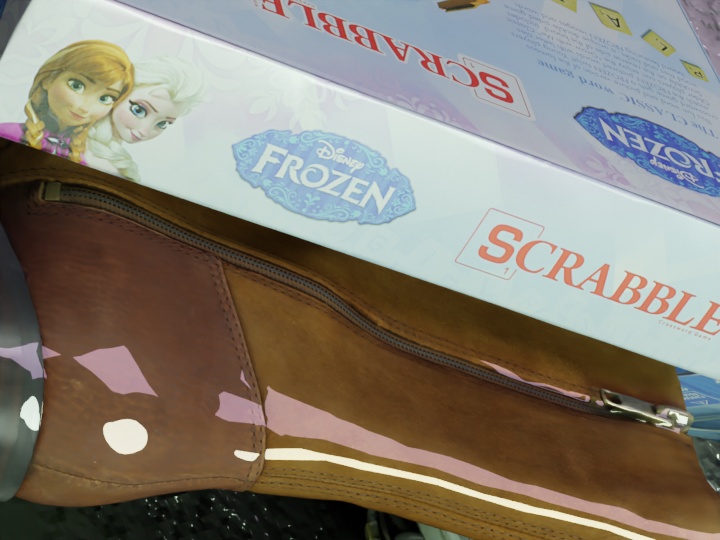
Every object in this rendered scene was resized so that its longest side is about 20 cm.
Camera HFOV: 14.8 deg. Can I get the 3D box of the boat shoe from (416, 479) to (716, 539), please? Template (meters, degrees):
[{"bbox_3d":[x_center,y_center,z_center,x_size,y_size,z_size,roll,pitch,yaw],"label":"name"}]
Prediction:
[{"bbox_3d":[0.081,0.078,0.671,0.074,0.065,0.202,6,28,-35],"label":"boat shoe"}]

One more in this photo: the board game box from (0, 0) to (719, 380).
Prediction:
[{"bbox_3d":[-0.007,-0.074,0.670,0.200,0.041,0.200,19,31,-25],"label":"board game box"}]

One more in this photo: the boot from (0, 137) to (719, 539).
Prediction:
[{"bbox_3d":[-0.018,-0.012,0.641,0.200,0.069,0.188,9,33,-19],"label":"boot"}]

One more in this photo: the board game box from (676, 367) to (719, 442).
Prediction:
[{"bbox_3d":[0.188,0.025,0.868,0.199,0.200,0.043,14,72,-50],"label":"board game box"}]

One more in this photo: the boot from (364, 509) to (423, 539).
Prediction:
[{"bbox_3d":[0.000,0.000,0.774,0.200,0.069,0.174,20,51,-59],"label":"boot"}]
